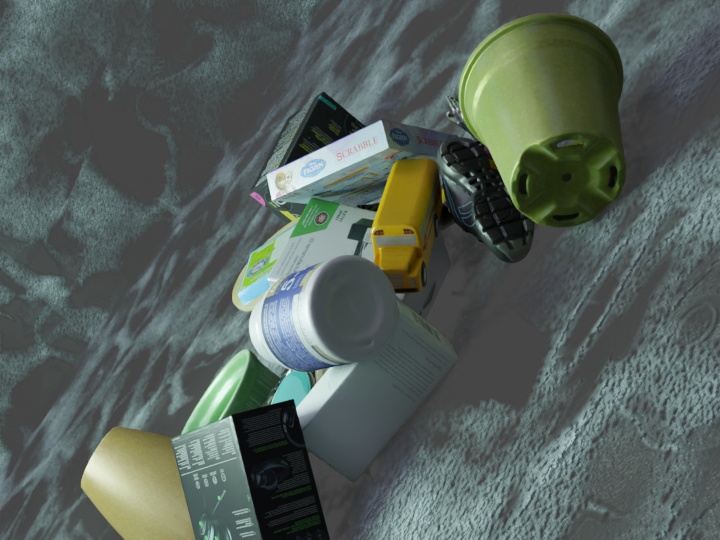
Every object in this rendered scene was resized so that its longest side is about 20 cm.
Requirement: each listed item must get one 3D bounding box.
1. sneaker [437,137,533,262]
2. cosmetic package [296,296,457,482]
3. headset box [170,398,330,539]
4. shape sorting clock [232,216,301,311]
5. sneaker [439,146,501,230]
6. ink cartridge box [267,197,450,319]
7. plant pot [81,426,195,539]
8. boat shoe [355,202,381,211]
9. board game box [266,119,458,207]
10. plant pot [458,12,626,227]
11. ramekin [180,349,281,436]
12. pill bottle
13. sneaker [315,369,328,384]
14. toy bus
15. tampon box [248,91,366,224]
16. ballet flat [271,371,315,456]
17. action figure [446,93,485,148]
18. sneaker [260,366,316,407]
[{"bbox_3d":[0.154,-0.076,1.506,0.080,0.074,0.201,92,160,-46],"label":"sneaker"},{"bbox_3d":[0.015,0.141,1.470,0.200,0.101,0.074,-49,17,10],"label":"cosmetic package"},{"bbox_3d":[-0.129,0.273,1.451,0.092,0.203,0.173,-10,-10,-35],"label":"headset box"},{"bbox_3d":[-0.107,-0.015,1.787,0.199,0.039,0.201,-34,21,15],"label":"shape sorting clock"},{"bbox_3d":[0.161,-0.108,1.615,0.091,0.074,0.200,-64,12,-23],"label":"sneaker"},{"bbox_3d":[0.000,0.000,1.615,0.197,0.084,0.148,13,58,24],"label":"ink cartridge box"},{"bbox_3d":[-0.261,0.297,1.619,0.188,0.198,0.187,-61,-6,-11],"label":"plant pot"},{"bbox_3d":[0.007,-0.060,1.762,0.199,0.064,0.074,-29,30,52],"label":"boat shoe"},{"bbox_3d":[0.009,-0.140,1.663,0.198,0.198,0.042,-21,78,32],"label":"board game box"},{"bbox_3d":[0.220,-0.156,1.397,0.200,0.199,0.186,-42,33,29],"label":"plant pot"},{"bbox_3d":[-0.179,0.225,1.782,0.201,0.097,0.201,-51,15,19],"label":"ramekin"},{"bbox_3d":[-0.052,0.056,1.438,0.199,0.119,0.121,-18,38,59],"label":"pill bottle"},{"bbox_3d":[-0.020,0.157,1.614,0.075,0.071,0.201,-17,32,22],"label":"sneaker"},{"bbox_3d":[0.057,-0.055,1.521,0.064,0.079,0.201,-1,35,14],"label":"toy bus"},{"bbox_3d":[-0.083,-0.189,2.238,0.126,0.149,0.202,-28,30,51],"label":"tampon box"},{"bbox_3d":[-0.091,0.229,1.611,0.069,0.069,0.202,-32,37,47],"label":"ballet flat"},{"bbox_3d":[0.181,-0.236,1.747,0.118,0.102,0.201,-36,20,12],"label":"action figure"},{"bbox_3d":[-0.079,0.163,1.701,0.202,0.079,0.075,-59,8,-18],"label":"sneaker"}]
